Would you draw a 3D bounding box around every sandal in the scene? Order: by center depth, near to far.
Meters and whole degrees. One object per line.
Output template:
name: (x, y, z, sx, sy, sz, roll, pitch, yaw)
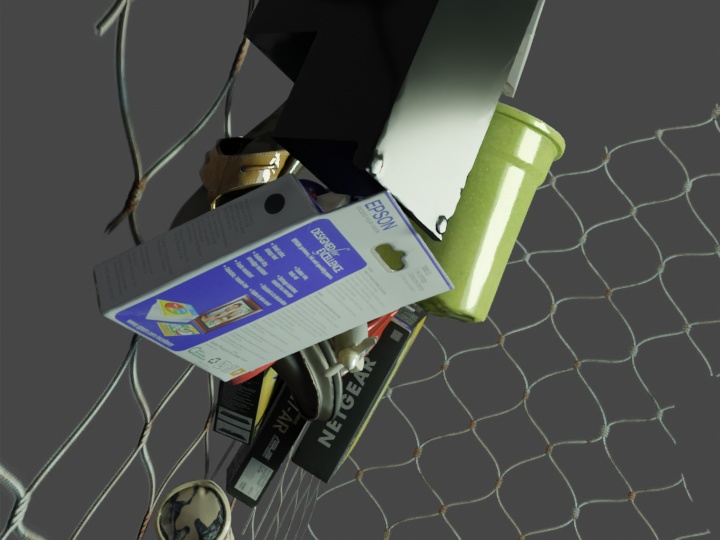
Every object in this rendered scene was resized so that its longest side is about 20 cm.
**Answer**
sandal: (-0.080, -0.079, 0.776, 0.201, 0.081, 0.055, -51, 143, -22)

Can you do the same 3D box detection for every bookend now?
bookend: (-0.003, -0.140, 0.726, 0.092, 0.197, 0.203, 37, 70, -43)

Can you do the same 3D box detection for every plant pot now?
plant pot: (0.080, -0.054, 0.998, 0.200, 0.197, 0.188, 61, 43, -82)

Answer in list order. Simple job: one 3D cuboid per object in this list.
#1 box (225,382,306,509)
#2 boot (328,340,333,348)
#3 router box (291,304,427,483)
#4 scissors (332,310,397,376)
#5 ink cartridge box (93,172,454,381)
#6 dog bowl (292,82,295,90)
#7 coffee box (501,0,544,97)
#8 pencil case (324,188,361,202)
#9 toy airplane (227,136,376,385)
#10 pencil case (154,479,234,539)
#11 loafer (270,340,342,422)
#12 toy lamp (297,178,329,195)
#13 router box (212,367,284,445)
box: (-0.100, 0.186, 1.298, 0.202, 0.043, 0.160, -59, -175, -6)
boot: (0.000, 0.000, 1.118, 0.073, 0.149, 0.203, 42, 40, -37)
router box: (0.003, 0.133, 1.223, 0.202, 0.052, 0.157, -62, 173, 10)
scissors: (0.037, 0.035, 1.096, 0.200, 0.014, 0.073, -46, 158, -9)
ink cartridge box: (-0.049, 0.005, 0.714, 0.198, 0.197, 0.044, 48, 22, -65)
dog bowl: (-0.003, -0.226, 1.072, 0.200, 0.073, 0.203, 20, 89, -84)
coffee box: (0.113, -0.303, 1.262, 0.115, 0.197, 0.081, 101, 11, -59)
pencil case: (-0.023, -0.074, 1.317, 0.086, 0.078, 0.200, -38, -178, 12)
toy airplane: (-0.050, -0.005, 0.906, 0.199, 0.139, 0.203, 5, 84, -54)
pencil case: (-0.174, 0.291, 1.115, 0.201, 0.076, 0.091, 99, -7, -62)
loafer: (-0.082, 0.065, 1.017, 0.071, 0.203, 0.073, -29, -168, -30)
toy lamp: (-0.086, -0.005, 1.100, 0.058, 0.057, 0.202, 99, 11, -61)
router box: (-0.103, 0.074, 1.201, 0.201, 0.051, 0.159, -64, 171, -48)
